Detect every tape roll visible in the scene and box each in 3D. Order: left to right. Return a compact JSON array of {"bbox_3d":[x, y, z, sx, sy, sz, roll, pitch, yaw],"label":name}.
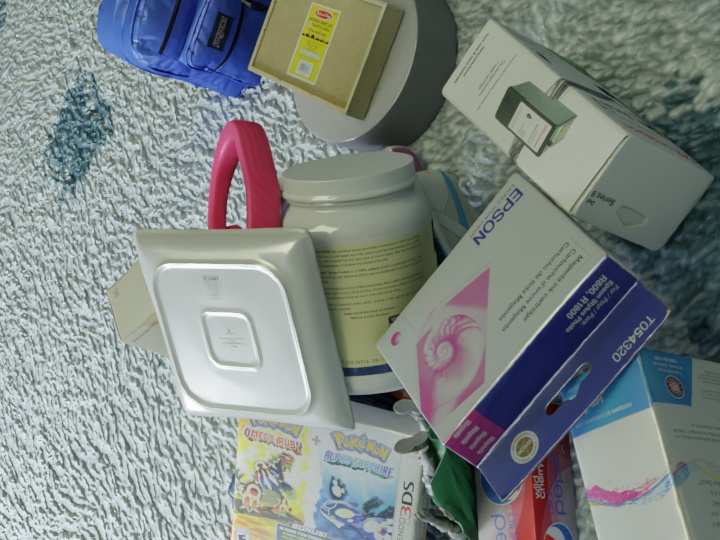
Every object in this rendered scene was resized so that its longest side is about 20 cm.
[{"bbox_3d":[0.013,-0.232,1.292,0.200,0.066,0.200,-12,73,45],"label":"tape roll"}]

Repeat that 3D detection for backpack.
[{"bbox_3d":[-0.212,-0.317,1.454,0.168,0.200,0.163,21,95,47],"label":"backpack"}]

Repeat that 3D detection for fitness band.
[{"bbox_3d":[-0.114,-0.058,1.118,0.200,0.037,0.144,-110,28,-49],"label":"fitness band"}]

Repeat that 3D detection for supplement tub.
[{"bbox_3d":[0.000,0.000,1.080,0.145,0.145,0.200,11,114,48],"label":"supplement tub"}]

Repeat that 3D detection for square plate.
[{"bbox_3d":[-0.113,0.057,1.058,0.200,0.028,0.198,1,115,31],"label":"square plate"}]

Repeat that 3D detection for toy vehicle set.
[{"bbox_3d":[-0.043,-0.254,1.289,0.200,0.026,0.124,32,105,46],"label":"toy vehicle set"}]

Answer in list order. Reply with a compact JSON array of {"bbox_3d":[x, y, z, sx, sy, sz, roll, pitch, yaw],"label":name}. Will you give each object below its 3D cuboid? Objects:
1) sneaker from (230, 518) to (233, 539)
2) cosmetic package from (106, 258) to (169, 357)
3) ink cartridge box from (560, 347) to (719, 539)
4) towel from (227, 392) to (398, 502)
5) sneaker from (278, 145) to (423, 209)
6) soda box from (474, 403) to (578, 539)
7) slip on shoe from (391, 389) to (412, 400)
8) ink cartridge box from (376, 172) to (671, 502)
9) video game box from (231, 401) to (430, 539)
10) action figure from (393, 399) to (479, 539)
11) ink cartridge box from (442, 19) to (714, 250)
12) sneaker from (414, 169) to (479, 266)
[{"bbox_3d":[-0.098,0.338,1.288,0.087,0.074,0.200,-54,42,42],"label":"sneaker"},{"bbox_3d":[-0.151,0.044,1.209,0.105,0.200,0.071,-41,52,22],"label":"cosmetic package"},{"bbox_3d":[0.245,0.172,0.887,0.085,0.144,0.200,-32,58,38],"label":"ink cartridge box"},{"bbox_3d":[-0.048,0.187,1.223,0.200,0.112,0.049,-50,28,29],"label":"towel"},{"bbox_3d":[-0.031,-0.071,1.230,0.088,0.200,0.081,-10,98,62],"label":"sneaker"},{"bbox_3d":[0.148,0.220,1.041,0.070,0.063,0.200,-18,67,43],"label":"soda box"},{"bbox_3d":[0.059,0.107,1.172,0.200,0.074,0.061,32,141,39],"label":"slip on shoe"},{"bbox_3d":[0.119,0.046,0.927,0.196,0.043,0.200,-51,36,10],"label":"ink cartridge box"},{"bbox_3d":[-0.029,0.216,1.149,0.200,0.047,0.182,12,107,20],"label":"video game box"},{"bbox_3d":[0.077,0.193,1.047,0.055,0.200,0.118,-11,45,15],"label":"action figure"},{"bbox_3d":[0.189,-0.119,1.018,0.084,0.146,0.200,-56,47,19],"label":"ink cartridge box"},{"bbox_3d":[0.097,-0.007,1.142,0.076,0.081,0.200,-27,82,52],"label":"sneaker"}]
